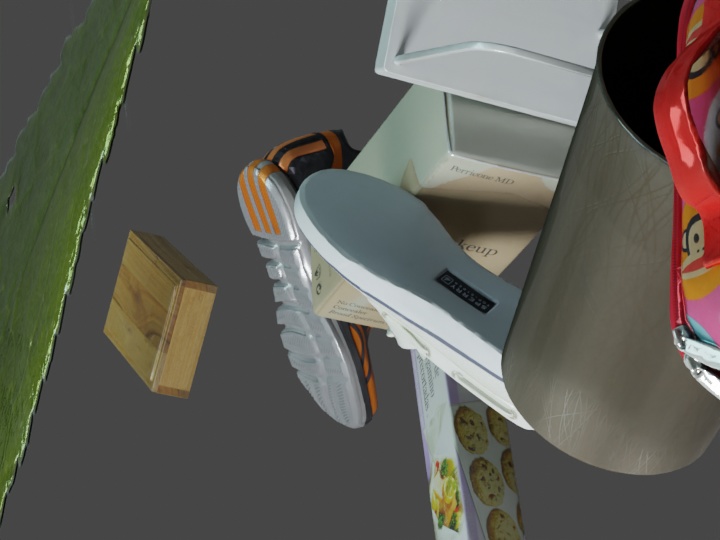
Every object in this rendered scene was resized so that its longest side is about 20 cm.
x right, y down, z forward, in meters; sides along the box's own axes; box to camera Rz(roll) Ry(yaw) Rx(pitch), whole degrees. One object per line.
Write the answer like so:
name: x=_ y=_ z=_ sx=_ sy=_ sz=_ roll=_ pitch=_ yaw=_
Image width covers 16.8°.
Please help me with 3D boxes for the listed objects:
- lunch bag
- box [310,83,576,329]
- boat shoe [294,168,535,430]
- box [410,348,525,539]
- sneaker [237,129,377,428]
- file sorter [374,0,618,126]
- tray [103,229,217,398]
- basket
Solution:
lunch bag: x=0.193 y=-0.037 z=0.972 sx=0.082 sy=0.176 sz=0.200 roll=-34 pitch=45 yaw=55
box: x=0.049 y=-0.043 z=1.478 sx=0.200 sy=0.095 sz=0.078 roll=129 pitch=146 yaw=-52
boat shoe: x=0.038 y=0.020 z=1.390 sx=0.071 sy=0.200 sz=0.070 roll=-39 pitch=-24 yaw=-40
box: x=0.063 y=0.105 z=1.430 sx=0.200 sy=0.041 sz=0.039 roll=-96 pitch=28 yaw=-42
sneaker: x=0.000 y=0.000 z=1.616 sx=0.078 sy=0.112 sz=0.200 roll=17 pitch=128 yaw=53
file sorter: x=0.112 y=-0.193 z=1.340 sx=0.125 sy=0.139 sz=0.200 roll=2 pitch=80 yaw=66
tray: x=-0.177 y=0.035 z=2.112 sx=0.200 sy=0.037 sz=0.099 roll=-144 pitch=68 yaw=-67
basket: x=0.147 y=-0.012 z=1.135 sx=0.180 sy=0.136 sz=0.200 roll=-36 pitch=-25 yaw=-47
